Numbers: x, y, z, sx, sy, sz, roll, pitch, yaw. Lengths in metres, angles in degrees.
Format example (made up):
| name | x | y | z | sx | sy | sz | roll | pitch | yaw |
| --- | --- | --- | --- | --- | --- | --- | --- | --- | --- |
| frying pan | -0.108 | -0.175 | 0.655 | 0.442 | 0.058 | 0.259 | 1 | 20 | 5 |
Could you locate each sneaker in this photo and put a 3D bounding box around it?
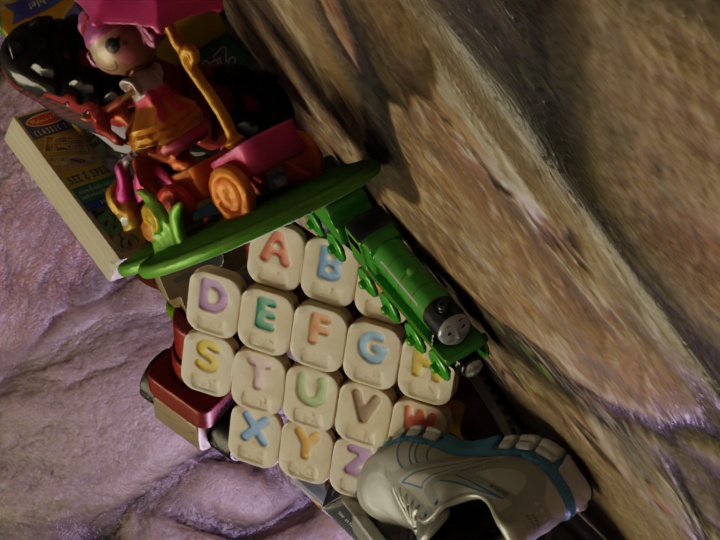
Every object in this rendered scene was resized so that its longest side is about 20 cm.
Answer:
| name | x | y | z | sx | sy | sz | roll | pitch | yaw |
| --- | --- | --- | --- | --- | --- | --- | --- | --- | --- |
| sneaker | 0.052 | 0.153 | 1.223 | 0.200 | 0.087 | 0.075 | -11 | 114 | 52 |
| sneaker | 0.035 | 0.085 | 1.344 | 0.200 | 0.090 | 0.075 | 51 | 175 | 23 |
| sneaker | -0.144 | -0.100 | 1.187 | 0.200 | 0.098 | 0.071 | 14 | -127 | -33 |

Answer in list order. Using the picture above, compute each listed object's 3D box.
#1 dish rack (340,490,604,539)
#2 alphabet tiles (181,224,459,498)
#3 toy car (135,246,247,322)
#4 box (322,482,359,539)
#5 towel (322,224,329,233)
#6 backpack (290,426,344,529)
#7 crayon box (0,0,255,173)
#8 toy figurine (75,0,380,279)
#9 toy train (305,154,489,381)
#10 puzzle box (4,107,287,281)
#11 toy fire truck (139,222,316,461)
| name | x | y | z | sx | sy | sz | roll | pitch | yaw |
| --- | --- | --- | --- | --- | --- | --- | --- | --- | --- |
| dish rack | 0.089 | 0.204 | 1.311 | 0.200 | 0.171 | 0.044 | -138 | 53 | -62 |
| alphabet tiles | -0.030 | 0.066 | 1.297 | 0.199 | 0.196 | 0.015 | 17 | -151 | 14 |
| toy car | -0.118 | -0.017 | 1.595 | 0.165 | 0.157 | 0.200 | 65 | 175 | -24 |
| box | 0.065 | 0.190 | 1.477 | 0.200 | 0.051 | 0.158 | 47 | -147 | -18 |
| towel | 0.000 | 0.000 | 1.472 | 0.200 | 0.024 | 0.145 | 54 | 174 | -13 |
| backpack | 0.017 | 0.147 | 1.653 | 0.200 | 0.154 | 0.191 | 49 | -168 | -18 |
| crayon box | -0.180 | -0.182 | 1.269 | 0.200 | 0.126 | 0.052 | 51 | 174 | 17 |
| toy figurine | -0.107 | -0.105 | 1.068 | 0.200 | 0.150 | 0.185 | -15 | 102 | 52 |
| toy train | 0.018 | -0.005 | 1.186 | 0.200 | 0.042 | 0.056 | 49 | 163 | 42 |
| puzzle box | -0.131 | -0.076 | 1.307 | 0.133 | 0.200 | 0.025 | 50 | 136 | 18 |
| toy fire truck | -0.095 | 0.011 | 1.399 | 0.129 | 0.176 | 0.200 | 34 | 148 | 23 |
